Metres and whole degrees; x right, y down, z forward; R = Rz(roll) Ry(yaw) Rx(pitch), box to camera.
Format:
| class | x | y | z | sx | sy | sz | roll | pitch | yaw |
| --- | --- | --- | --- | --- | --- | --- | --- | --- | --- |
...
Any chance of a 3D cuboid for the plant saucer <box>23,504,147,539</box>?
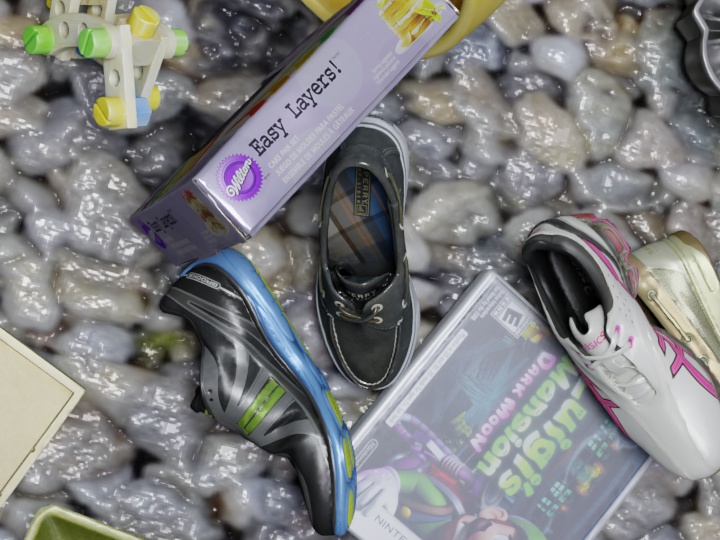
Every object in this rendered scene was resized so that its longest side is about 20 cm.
| class | x | y | z | sx | sy | sz | roll | pitch | yaw |
| --- | --- | --- | --- | --- | --- | --- | --- | --- | --- |
| plant saucer | -0.151 | 0.271 | 0.924 | 0.200 | 0.048 | 0.200 | 24 | 85 | -12 |

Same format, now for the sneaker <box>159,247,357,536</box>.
| class | x | y | z | sx | sy | sz | roll | pitch | yaw |
| --- | --- | --- | --- | --- | --- | --- | --- | --- | --- |
| sneaker | -0.063 | 0.084 | 0.934 | 0.083 | 0.071 | 0.200 | -30 | 84 | 0 |

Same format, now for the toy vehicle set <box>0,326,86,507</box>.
| class | x | y | z | sx | sy | sz | roll | pitch | yaw |
| --- | --- | --- | --- | --- | --- | --- | --- | --- | --- |
| toy vehicle set | -0.288 | 0.066 | 0.902 | 0.200 | 0.027 | 0.124 | 38 | 81 | -11 |

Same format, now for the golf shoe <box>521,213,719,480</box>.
| class | x | y | z | sx | sy | sz | roll | pitch | yaw |
| --- | --- | --- | --- | --- | --- | --- | --- | --- | --- |
| golf shoe | 0.168 | 0.055 | 0.957 | 0.073 | 0.092 | 0.200 | -39 | 76 | 31 |

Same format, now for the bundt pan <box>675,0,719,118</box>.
| class | x | y | z | sx | sy | sz | roll | pitch | yaw |
| --- | --- | --- | --- | --- | --- | --- | --- | --- | --- |
| bundt pan | 0.311 | -0.174 | 1.023 | 0.202 | 0.076 | 0.202 | 0 | 90 | -14 |

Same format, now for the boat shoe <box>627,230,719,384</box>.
| class | x | y | z | sx | sy | sz | roll | pitch | yaw |
| --- | --- | --- | --- | --- | --- | --- | --- | --- | --- |
| boat shoe | 0.240 | 0.074 | 1.010 | 0.063 | 0.073 | 0.201 | -23 | 92 | -5 |

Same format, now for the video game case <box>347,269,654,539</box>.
| class | x | y | z | sx | sy | sz | roll | pitch | yaw |
| --- | --- | --- | --- | --- | --- | --- | --- | --- | --- |
| video game case | 0.091 | 0.132 | 0.996 | 0.182 | 0.023 | 0.200 | 42 | 81 | -10 |

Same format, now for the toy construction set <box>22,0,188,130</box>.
| class | x | y | z | sx | sy | sz | roll | pitch | yaw |
| --- | --- | --- | --- | --- | --- | --- | --- | --- | --- |
| toy construction set | -0.144 | -0.195 | 0.882 | 0.092 | 0.131 | 0.200 | 10 | 109 | -49 |

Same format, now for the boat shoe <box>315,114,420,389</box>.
| class | x | y | z | sx | sy | sz | roll | pitch | yaw |
| --- | --- | --- | --- | --- | --- | --- | --- | --- | --- |
| boat shoe | 0.000 | 0.000 | 0.914 | 0.069 | 0.057 | 0.200 | 3 | 122 | 9 |

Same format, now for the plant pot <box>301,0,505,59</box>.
| class | x | y | z | sx | sy | sz | roll | pitch | yaw |
| --- | --- | --- | --- | --- | --- | --- | --- | --- | --- |
| plant pot | 0.052 | -0.265 | 0.912 | 0.189 | 0.201 | 0.201 | -42 | 99 | -26 |

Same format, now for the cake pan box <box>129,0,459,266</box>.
| class | x | y | z | sx | sy | sz | roll | pitch | yaw |
| --- | --- | --- | --- | --- | --- | --- | --- | --- | --- |
| cake pan box | -0.046 | -0.088 | 0.873 | 0.052 | 0.200 | 0.184 | 47 | 74 | -10 |
